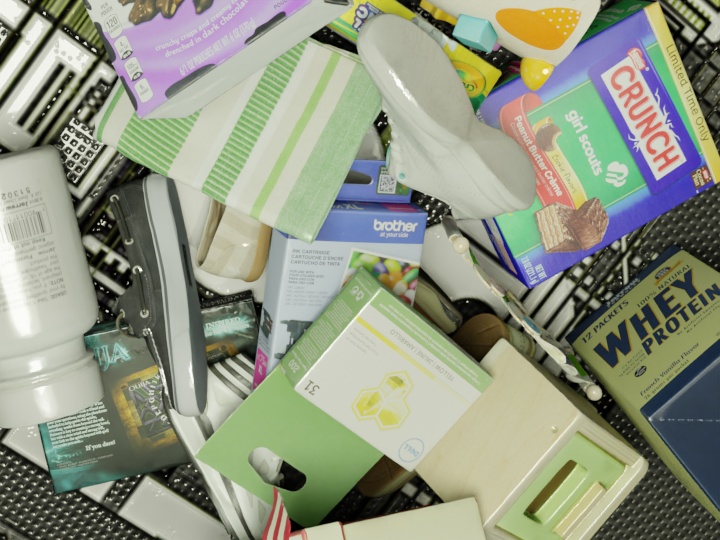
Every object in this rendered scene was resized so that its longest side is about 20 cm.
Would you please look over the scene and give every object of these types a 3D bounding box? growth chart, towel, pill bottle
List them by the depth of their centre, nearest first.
[{"bbox_3d":[-0.091,-0.125,1.115,0.199,0.023,0.153,25,76,11],"label":"towel"},{"bbox_3d":[-0.265,0.013,1.125,0.113,0.114,0.202,-14,99,-8],"label":"pill bottle"},{"bbox_3d":[0.132,0.031,1.217,0.018,0.145,0.200,-41,107,6],"label":"growth chart"}]

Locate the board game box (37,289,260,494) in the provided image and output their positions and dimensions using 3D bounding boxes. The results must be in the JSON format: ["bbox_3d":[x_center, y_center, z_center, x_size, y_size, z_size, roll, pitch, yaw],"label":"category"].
[{"bbox_3d":[-0.176,0.102,1.228,0.198,0.028,0.137,-12,107,-8],"label":"board game box"}]

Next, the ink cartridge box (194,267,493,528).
[{"bbox_3d":[-0.012,0.115,1.139,0.200,0.048,0.145,-49,124,4],"label":"ink cartridge box"}]

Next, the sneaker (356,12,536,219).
[{"bbox_3d":[0.046,-0.103,1.094,0.088,0.076,0.200,-18,128,36],"label":"sneaker"}]

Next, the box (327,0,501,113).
[{"bbox_3d":[0.007,-0.197,1.137,0.199,0.117,0.049,33,96,-18],"label":"box"}]

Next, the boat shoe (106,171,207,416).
[{"bbox_3d":[-0.167,0.021,1.160,0.066,0.070,0.202,-11,82,4],"label":"boat shoe"}]

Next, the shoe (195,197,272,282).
[{"bbox_3d":[-0.090,-0.087,1.171,0.053,0.070,0.202,7,106,-22],"label":"shoe"}]

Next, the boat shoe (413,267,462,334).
[{"bbox_3d":[0.000,0.000,1.214,0.074,0.076,0.200,-43,109,6],"label":"boat shoe"}]

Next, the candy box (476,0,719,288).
[{"bbox_3d":[0.184,-0.108,1.221,0.199,0.077,0.170,-30,109,-4],"label":"candy box"}]

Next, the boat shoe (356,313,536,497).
[{"bbox_3d":[0.073,0.126,1.255,0.062,0.074,0.200,25,116,-41],"label":"boat shoe"}]

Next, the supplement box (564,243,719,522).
[{"bbox_3d":[0.311,0.114,1.245,0.134,0.200,0.200,-40,110,1],"label":"supplement box"}]

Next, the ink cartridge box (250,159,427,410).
[{"bbox_3d":[-0.015,0.013,1.149,0.118,0.042,0.202,2,105,-23],"label":"ink cartridge box"}]

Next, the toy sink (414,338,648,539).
[{"bbox_3d":[0.154,0.167,1.226,0.131,0.112,0.200,-49,142,4],"label":"toy sink"}]

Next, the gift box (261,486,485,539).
[{"bbox_3d":[-0.015,0.265,1.120,0.185,0.184,0.202,-7,73,-34],"label":"gift box"}]

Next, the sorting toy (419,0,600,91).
[{"bbox_3d":[0.075,-0.236,1.122,0.179,0.201,0.107,19,120,-11],"label":"sorting toy"}]

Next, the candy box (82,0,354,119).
[{"bbox_3d":[-0.125,-0.237,1.049,0.167,0.071,0.201,-30,83,25],"label":"candy box"}]

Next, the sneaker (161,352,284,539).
[{"bbox_3d":[-0.073,0.160,1.211,0.115,0.076,0.202,-27,107,-1],"label":"sneaker"}]
